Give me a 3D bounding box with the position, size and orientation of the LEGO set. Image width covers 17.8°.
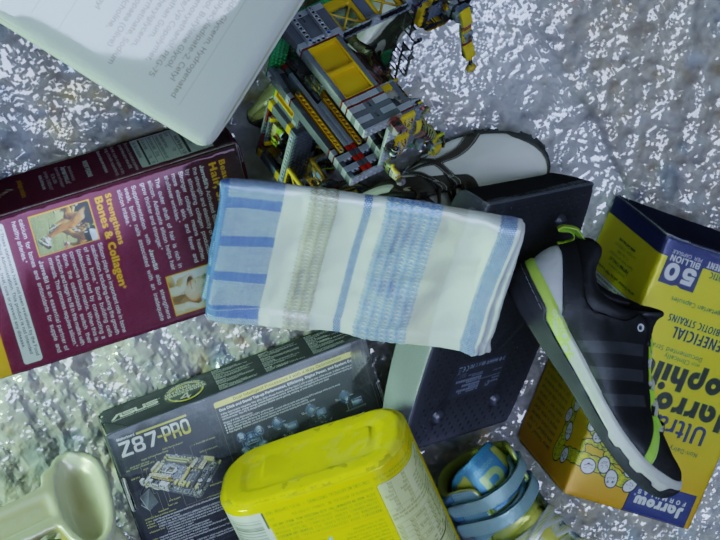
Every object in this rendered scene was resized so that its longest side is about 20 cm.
[{"bbox_3d":[0.016,-0.097,1.482,0.153,0.116,0.201,-22,153,-33],"label":"LEGO set"}]

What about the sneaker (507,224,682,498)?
[{"bbox_3d":[0.178,0.062,1.560,0.082,0.072,0.201,-33,101,4],"label":"sneaker"}]

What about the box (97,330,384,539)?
[{"bbox_3d":[-0.070,0.145,1.648,0.199,0.049,0.162,-21,113,-7],"label":"box"}]

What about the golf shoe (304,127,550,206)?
[{"bbox_3d":[0.048,-0.038,1.598,0.199,0.094,0.078,-20,110,-9],"label":"golf shoe"}]

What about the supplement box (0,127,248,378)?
[{"bbox_3d":[-0.169,-0.018,1.551,0.198,0.086,0.111,-18,111,-8],"label":"supplement box"}]

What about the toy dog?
[{"bbox_3d":[-0.196,0.252,1.584,0.139,0.194,0.201,-32,146,-17],"label":"toy dog"}]

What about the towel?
[{"bbox_3d":[0.000,0.000,1.483,0.198,0.024,0.147,8,144,-5],"label":"towel"}]

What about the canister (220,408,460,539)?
[{"bbox_3d":[0.003,0.207,1.604,0.147,0.087,0.201,-18,117,13],"label":"canister"}]

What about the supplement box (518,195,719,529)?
[{"bbox_3d":[0.211,0.066,1.663,0.108,0.110,0.201,17,102,-18],"label":"supplement box"}]

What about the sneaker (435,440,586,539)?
[{"bbox_3d":[0.125,0.191,1.623,0.079,0.199,0.131,-42,130,-27],"label":"sneaker"}]

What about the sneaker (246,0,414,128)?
[{"bbox_3d":[-0.014,-0.181,1.564,0.200,0.077,0.089,-45,75,11],"label":"sneaker"}]

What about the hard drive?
[{"bbox_3d":[0.085,0.026,1.610,0.134,0.042,0.201,-13,129,-47],"label":"hard drive"}]

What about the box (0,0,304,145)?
[{"bbox_3d":[-0.128,-0.219,1.438,0.171,0.199,0.201,32,97,-21],"label":"box"}]
